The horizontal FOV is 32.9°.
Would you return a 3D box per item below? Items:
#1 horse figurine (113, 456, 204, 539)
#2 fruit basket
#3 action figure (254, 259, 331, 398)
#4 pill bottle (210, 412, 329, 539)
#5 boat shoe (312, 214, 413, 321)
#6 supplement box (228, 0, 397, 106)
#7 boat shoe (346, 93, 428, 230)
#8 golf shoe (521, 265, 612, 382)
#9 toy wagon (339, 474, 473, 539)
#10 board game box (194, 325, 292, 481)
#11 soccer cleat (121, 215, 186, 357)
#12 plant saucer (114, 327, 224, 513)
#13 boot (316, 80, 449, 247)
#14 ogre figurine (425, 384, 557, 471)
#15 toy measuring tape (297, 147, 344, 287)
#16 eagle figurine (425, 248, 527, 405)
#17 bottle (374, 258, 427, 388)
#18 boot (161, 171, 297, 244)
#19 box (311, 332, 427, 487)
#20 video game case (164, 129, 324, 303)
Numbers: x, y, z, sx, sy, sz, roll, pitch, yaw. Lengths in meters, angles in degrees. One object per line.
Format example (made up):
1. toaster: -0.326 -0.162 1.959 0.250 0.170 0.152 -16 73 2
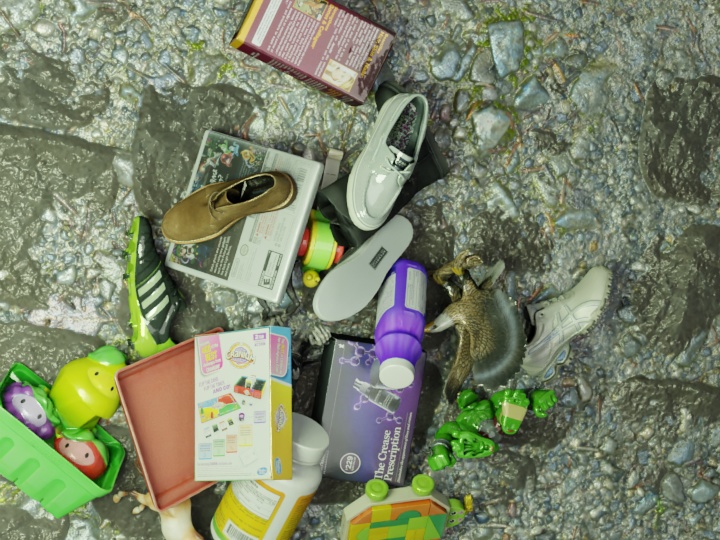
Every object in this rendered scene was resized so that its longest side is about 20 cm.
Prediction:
1. horse figurine: -0.266 0.351 1.687 0.132 0.050 0.200 -20 89 32
2. fruit basket: -0.392 0.197 1.637 0.215 0.156 0.216 0 108 -1
3. action figure: -0.111 0.091 1.707 0.119 0.102 0.200 -13 96 -19
4. pill bottle: -0.121 0.299 1.686 0.111 0.111 0.200 22 112 -14
5. boat shoe: 0.000 0.000 1.716 0.069 0.057 0.200 49 64 -12
6. supplement box: -0.067 -0.320 1.687 0.200 0.086 0.111 25 89 -14
7. boat shoe: 0.040 -0.152 1.641 0.070 0.071 0.201 24 76 -23
8. golf shoe: 0.297 0.065 1.815 0.097 0.078 0.200 34 86 -8
9. toy wagon: 0.072 0.359 1.763 0.200 0.040 0.155 -4 132 -13
10. board game box: -0.158 0.181 1.630 0.040 0.153 0.200 9 77 -48
11. soccer cleat: -0.284 0.022 1.682 0.081 0.068 0.200 -5 103 -19
12. plant saucer: -0.242 0.202 1.674 0.199 0.037 0.200 -23 99 -46
13. boot: 0.012 -0.149 1.705 0.200 0.066 0.165 -37 100 -23
14. ogre figurine: 0.179 0.225 1.777 0.098 0.120 0.200 42 84 -9
15. toy measuring tape: -0.050 -0.073 1.722 0.073 0.074 0.200 12 93 -14
16. eagle figurine: 0.158 0.081 1.745 0.151 0.152 0.200 -23 83 14
17. bottle: 0.055 0.075 1.696 0.065 0.200 0.084 16 131 -9
18. boot: -0.190 -0.090 1.634 0.200 0.075 0.074 -20 81 17
19. box: 0.006 0.200 1.757 0.141 0.079 0.200 9 93 -11
20. video game case: -0.161 -0.075 1.674 0.181 0.023 0.200 18 91 18
